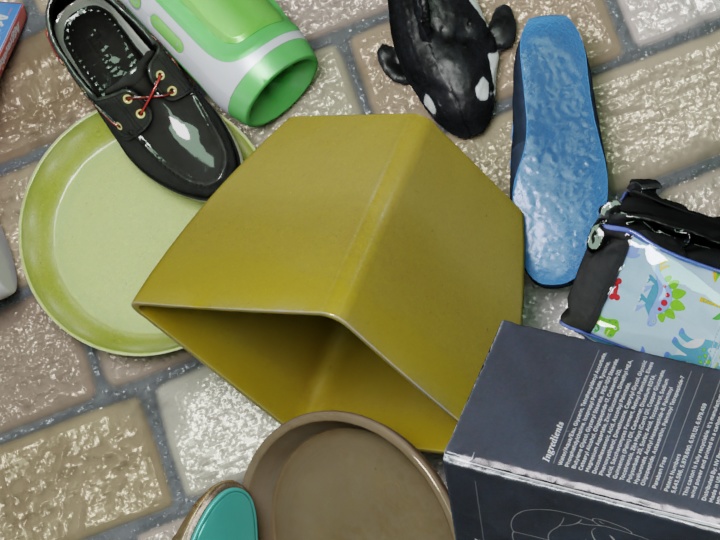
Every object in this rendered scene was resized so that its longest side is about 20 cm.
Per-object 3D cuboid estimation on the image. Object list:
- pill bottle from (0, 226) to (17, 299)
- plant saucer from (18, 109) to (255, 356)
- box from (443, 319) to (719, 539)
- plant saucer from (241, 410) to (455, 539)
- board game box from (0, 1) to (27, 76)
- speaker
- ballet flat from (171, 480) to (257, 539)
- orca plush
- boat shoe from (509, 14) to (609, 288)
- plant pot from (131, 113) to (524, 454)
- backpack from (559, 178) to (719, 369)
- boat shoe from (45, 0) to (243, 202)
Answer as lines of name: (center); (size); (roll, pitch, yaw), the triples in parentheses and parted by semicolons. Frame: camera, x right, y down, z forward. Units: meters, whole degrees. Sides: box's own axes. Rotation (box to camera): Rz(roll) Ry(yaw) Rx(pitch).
pill bottle: (-0.367, 0.011, 1.698); (0.200, 0.114, 0.114); (-23, 75, 5)
plant saucer: (-0.158, -0.031, 1.710); (0.200, 0.031, 0.200); (-3, 77, 11)
box: (0.170, 0.156, 1.463); (0.196, 0.200, 0.124); (12, 52, 18)
plant saucer: (-0.002, 0.193, 1.587); (0.200, 0.029, 0.201); (10, 106, 36)
board game box: (-0.332, -0.134, 1.721); (0.103, 0.019, 0.200); (5, 49, 13)
speaker: (-0.124, -0.202, 1.712); (0.088, 0.088, 0.200); (-43, 74, -1)
ballet flat: (-0.117, 0.248, 1.621); (0.068, 0.072, 0.201); (2, 90, -33)
orca plush: (0.061, -0.202, 1.683); (0.105, 0.071, 0.200); (1, 78, 11)
boat shoe: (0.147, -0.083, 1.647); (0.084, 0.069, 0.200); (5, 79, 2)
plant pot: (0.000, 0.000, 1.570); (0.200, 0.200, 0.177); (2, 61, 43)
backpack: (0.244, 0.043, 1.545); (0.200, 0.183, 0.147); (21, 103, 10)
boat shoe: (-0.164, -0.131, 1.687); (0.074, 0.063, 0.201); (-40, 75, -2)
